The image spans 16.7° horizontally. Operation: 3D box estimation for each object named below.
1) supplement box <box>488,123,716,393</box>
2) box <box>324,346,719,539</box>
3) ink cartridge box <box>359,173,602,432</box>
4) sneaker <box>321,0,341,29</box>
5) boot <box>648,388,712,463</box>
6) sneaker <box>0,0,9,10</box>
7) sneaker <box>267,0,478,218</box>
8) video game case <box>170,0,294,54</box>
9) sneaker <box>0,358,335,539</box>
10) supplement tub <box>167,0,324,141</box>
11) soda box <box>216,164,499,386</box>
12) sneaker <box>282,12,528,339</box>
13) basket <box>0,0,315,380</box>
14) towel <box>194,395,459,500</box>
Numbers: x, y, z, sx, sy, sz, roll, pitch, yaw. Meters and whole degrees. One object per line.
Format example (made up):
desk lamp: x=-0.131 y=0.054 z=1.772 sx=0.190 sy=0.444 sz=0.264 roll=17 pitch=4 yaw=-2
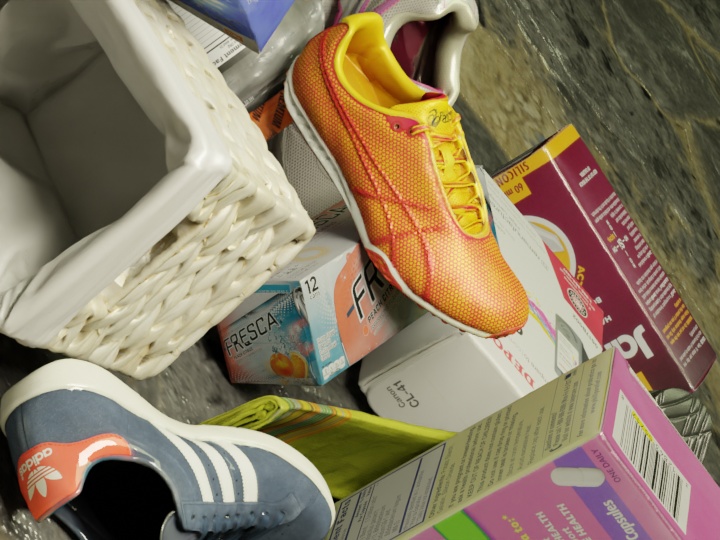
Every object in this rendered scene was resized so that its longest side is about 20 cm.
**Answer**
supplement box: x=0.148 y=0.014 z=1.726 sx=0.200 sy=0.110 sz=0.086 roll=58 pitch=23 yaw=-2
box: x=0.101 y=0.172 z=1.319 sx=0.176 sy=0.200 sz=0.097 roll=53 pitch=24 yaw=-15
ink cartridge box: x=0.081 y=0.050 z=1.560 sx=0.148 sy=0.085 sz=0.200 roll=49 pitch=23 yaw=-22
sneaker: x=-0.012 y=-0.152 z=1.593 sx=0.115 sy=0.080 sz=0.200 roll=-117 pitch=-158 yaw=-44
boot: x=0.151 y=0.164 z=1.572 sx=0.068 sy=0.201 sz=0.131 roll=29 pitch=-12 yaw=-17
sneaker: x=-0.222 y=-0.178 z=1.252 sx=0.200 sy=0.072 sz=0.073 roll=43 pitch=11 yaw=-20
sneaker: x=0.007 y=-0.106 z=1.488 sx=0.081 sy=0.200 sz=0.088 roll=12 pitch=23 yaw=-30
video game case: x=-0.123 y=-0.191 z=1.211 sx=0.181 sy=0.046 sz=0.200 roll=31 pitch=-6 yaw=8
sneaker: x=-0.088 y=0.116 z=1.173 sx=0.200 sy=0.075 sz=0.085 roll=24 pitch=38 yaw=-38
supplement tub: x=-0.104 y=-0.168 z=1.423 sx=0.200 sy=0.122 sz=0.123 roll=54 pitch=23 yaw=-12
soda box: x=0.000 y=0.000 z=1.406 sx=0.200 sy=0.068 sz=0.064 roll=-34 pitch=117 yaw=-50
sneaker: x=0.031 y=-0.051 z=1.348 sx=0.200 sy=0.077 sz=0.073 roll=55 pitch=39 yaw=5
basket: x=-0.131 y=-0.060 z=1.181 sx=0.123 sy=0.135 sz=0.200 roll=35 pitch=18 yaw=-55
towel: x=-0.026 y=0.097 z=1.300 sx=0.200 sy=0.086 sz=0.018 roll=17 pitch=54 yaw=-59
